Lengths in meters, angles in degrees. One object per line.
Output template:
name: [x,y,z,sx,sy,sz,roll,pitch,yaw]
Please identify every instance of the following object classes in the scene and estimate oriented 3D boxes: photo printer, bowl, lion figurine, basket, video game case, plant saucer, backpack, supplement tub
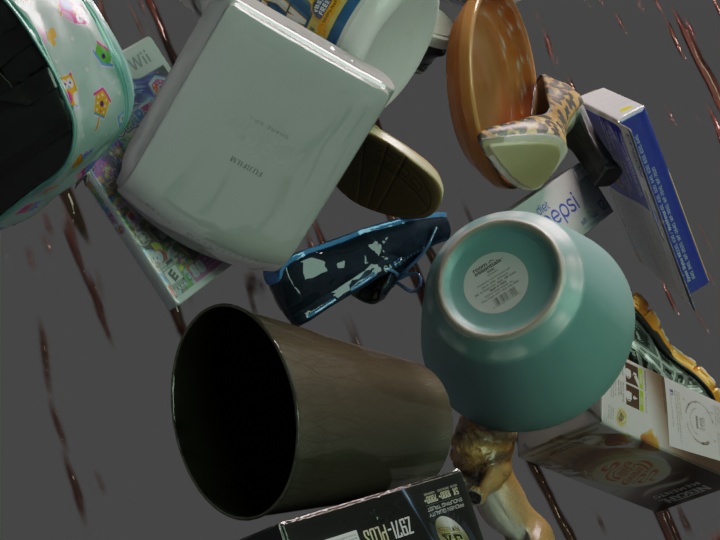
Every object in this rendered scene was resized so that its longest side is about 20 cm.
photo printer: [-0.091,-0.104,1.356,0.165,0.201,0.070,28,17,-20]
bowl: [0.135,0.029,1.481,0.105,0.198,0.203,55,31,-59]
lion figurine: [0.132,0.213,1.529,0.122,0.072,0.202,-40,113,-54]
basket: [-0.030,0.122,1.366,0.199,0.136,0.181,11,40,-44]
video game case: [-0.169,-0.084,1.417,0.201,0.018,0.143,57,44,-6]
plant saucer: [0.129,-0.181,1.682,0.200,0.037,0.203,-4,90,-65]
backpack: [-0.257,-0.131,1.226,0.153,0.199,0.177,-33,93,-47]
supplement tub: [-0.047,-0.236,1.465,0.199,0.146,0.144,32,40,20]

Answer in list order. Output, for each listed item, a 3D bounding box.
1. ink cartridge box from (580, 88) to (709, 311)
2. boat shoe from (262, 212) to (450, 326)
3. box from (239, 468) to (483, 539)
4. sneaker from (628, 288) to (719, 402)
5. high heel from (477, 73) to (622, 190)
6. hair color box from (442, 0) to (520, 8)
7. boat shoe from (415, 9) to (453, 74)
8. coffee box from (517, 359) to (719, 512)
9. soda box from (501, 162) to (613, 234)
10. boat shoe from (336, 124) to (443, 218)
ink cartridge box: [0.292,-0.078,1.714,0.047,0.200,0.199,-24,106,-4]
boat shoe: [0.000,0.000,1.505,0.198,0.084,0.069,-20,91,-30]
box: [-0.027,0.232,1.292,0.199,0.163,0.087,-9,76,-46]
sneaker: [0.293,0.109,1.723,0.200,0.078,0.077,47,59,-10]
high heel: [0.159,-0.150,1.666,0.199,0.072,0.143,7,43,-44]
hair color box: [0.158,-0.335,1.713,0.110,0.199,0.065,12,63,-38]
boat shoe: [0.005,-0.235,1.623,0.199,0.060,0.076,17,39,-35]
coffee box: [0.260,0.157,1.631,0.199,0.114,0.081,24,55,-33]
soda box: [0.166,-0.036,1.670,0.200,0.068,0.064,-34,92,-46]
boat shoe: [-0.011,-0.114,1.503,0.198,0.073,0.065,26,34,9]
